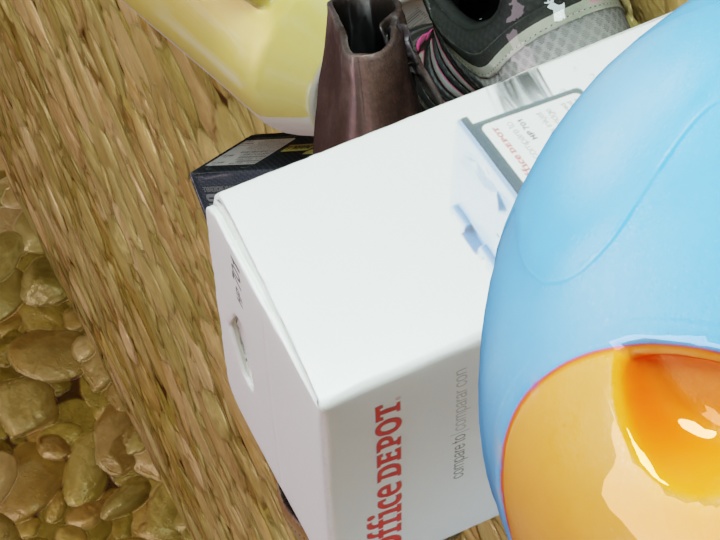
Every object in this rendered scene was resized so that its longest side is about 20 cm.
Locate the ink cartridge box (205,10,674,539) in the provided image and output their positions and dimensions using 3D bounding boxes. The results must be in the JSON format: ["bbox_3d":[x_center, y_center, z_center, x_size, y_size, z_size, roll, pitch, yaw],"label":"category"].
[{"bbox_3d":[0.062,0.004,0.860,0.086,0.200,0.147,61,168,25],"label":"ink cartridge box"}]

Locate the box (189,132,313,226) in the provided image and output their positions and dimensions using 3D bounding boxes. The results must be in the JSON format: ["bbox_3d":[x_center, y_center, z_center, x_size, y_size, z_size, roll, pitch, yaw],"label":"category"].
[{"bbox_3d":[0.021,0.013,1.254,0.200,0.051,0.158,1,118,48],"label":"box"}]

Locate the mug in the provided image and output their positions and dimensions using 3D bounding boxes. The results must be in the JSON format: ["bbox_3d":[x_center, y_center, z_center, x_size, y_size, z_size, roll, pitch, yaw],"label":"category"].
[{"bbox_3d":[-0.045,-0.135,1.176,0.153,0.186,0.150,51,141,28],"label":"mug"}]

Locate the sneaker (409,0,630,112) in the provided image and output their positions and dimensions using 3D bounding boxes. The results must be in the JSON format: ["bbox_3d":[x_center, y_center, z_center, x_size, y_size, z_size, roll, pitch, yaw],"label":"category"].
[{"bbox_3d":[0.055,-0.093,1.039,0.200,0.074,0.088,-152,44,-71],"label":"sneaker"}]

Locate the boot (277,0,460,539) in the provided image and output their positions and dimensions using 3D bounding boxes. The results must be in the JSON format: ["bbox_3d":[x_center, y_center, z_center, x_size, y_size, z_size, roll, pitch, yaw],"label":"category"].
[{"bbox_3d":[0.000,0.000,0.987,0.200,0.072,0.167,-93,-1,-67],"label":"boot"}]

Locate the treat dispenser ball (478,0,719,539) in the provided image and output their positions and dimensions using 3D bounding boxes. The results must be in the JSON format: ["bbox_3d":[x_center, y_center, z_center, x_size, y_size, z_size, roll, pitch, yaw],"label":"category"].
[{"bbox_3d":[0.126,0.025,0.603,0.201,0.201,0.201,62,168,23],"label":"treat dispenser ball"}]
